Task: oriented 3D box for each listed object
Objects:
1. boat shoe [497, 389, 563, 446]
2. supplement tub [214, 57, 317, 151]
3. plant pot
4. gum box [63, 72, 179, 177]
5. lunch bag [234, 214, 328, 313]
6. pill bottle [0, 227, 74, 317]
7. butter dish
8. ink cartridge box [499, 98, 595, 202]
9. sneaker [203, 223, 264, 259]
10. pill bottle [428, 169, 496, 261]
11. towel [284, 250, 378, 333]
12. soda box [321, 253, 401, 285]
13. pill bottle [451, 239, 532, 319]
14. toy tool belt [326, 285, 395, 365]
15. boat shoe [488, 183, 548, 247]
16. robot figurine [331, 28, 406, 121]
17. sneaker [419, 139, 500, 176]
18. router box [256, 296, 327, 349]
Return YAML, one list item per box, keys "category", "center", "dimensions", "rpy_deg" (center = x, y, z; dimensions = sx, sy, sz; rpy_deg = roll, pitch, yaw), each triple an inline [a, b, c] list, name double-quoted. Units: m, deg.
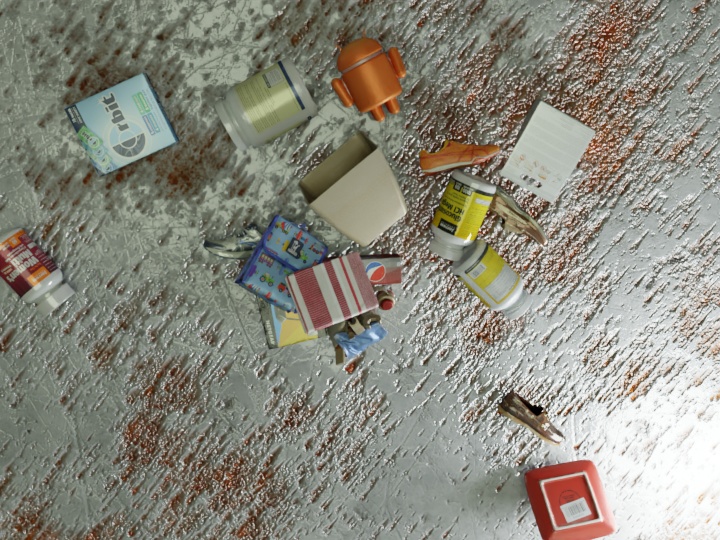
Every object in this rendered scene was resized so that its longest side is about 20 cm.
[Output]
- category: "boat shoe"
  center: [0.458, 0.387, 1.866]
  dimensions: [0.200, 0.070, 0.070]
  rpy_deg: [33, 102, -10]
- category: "supplement tub"
  center: [-0.213, -0.371, 1.609]
  dimensions: [0.199, 0.145, 0.145]
  rpy_deg: [-28, 103, 2]
- category: "plant pot"
  center: [-0.005, -0.177, 1.652]
  dimensions: [0.200, 0.200, 0.177]
  rpy_deg: [-39, 113, 5]
- category: "gum box"
  center: [-0.549, -0.335, 1.642]
  dimensions: [0.199, 0.045, 0.171]
  rpy_deg: [-23, 103, 2]
- category: "lunch bag"
  center: [-0.177, -0.021, 1.673]
  dimensions: [0.150, 0.094, 0.201]
  rpy_deg: [31, 78, -16]
- category: "pill bottle"
  center: [-0.774, 0.006, 1.667]
  dimensions: [0.109, 0.110, 0.200]
  rpy_deg: [-38, 102, 4]
- category: "butter dish"
  center: [0.547, 0.629, 1.898]
  dimensions: [0.199, 0.148, 0.200]
  rpy_deg: [-11, 59, -3]
- category: "ink cartridge box"
  center: [0.450, -0.290, 1.734]
  dimensions: [0.160, 0.047, 0.201]
  rpy_deg: [26, 105, -10]
- category: "sneaker"
  center: [-0.277, -0.072, 1.713]
  dimensions: [0.199, 0.077, 0.086]
  rpy_deg: [3, 98, -15]
- category: "pill bottle"
  center: [0.238, -0.131, 1.709]
  dimensions: [0.112, 0.113, 0.201]
  rpy_deg: [18, 106, -8]
- category: "towel"
  center: [-0.066, 0.050, 1.656]
  dimensions: [0.199, 0.023, 0.145]
  rpy_deg: [-19, 85, -27]
- category: "soda box"
  center: [0.000, 0.000, 1.749]
  dimensions: [0.199, 0.063, 0.070]
  rpy_deg: [-3, 101, -3]
- category: "pill bottle"
  center: [0.328, 0.027, 1.756]
  dimensions: [0.200, 0.112, 0.112]
  rpy_deg: [43, 96, -12]
- category: "toy tool belt"
  center: [0.011, 0.143, 1.735]
  dimensions: [0.200, 0.123, 0.125]
  rpy_deg: [-36, 123, 14]
- category: "boat shoe"
  center: [0.377, -0.125, 1.751]
  dimensions: [0.200, 0.076, 0.072]
  rpy_deg: [44, 100, -3]
- category: "robot figurine"
  center: [0.022, -0.443, 1.627]
  dimensions: [0.143, 0.117, 0.201]
  rpy_deg: [-17, 107, 40]
- category: "sneaker"
  center: [0.238, -0.282, 1.704]
  dimensions: [0.199, 0.073, 0.078]
  rpy_deg: [-11, 89, -6]
- category: "router box"
  center: [-0.175, 0.078, 1.744]
  dimensions: [0.148, 0.051, 0.201]
  rpy_deg: [-13, 93, -2]
